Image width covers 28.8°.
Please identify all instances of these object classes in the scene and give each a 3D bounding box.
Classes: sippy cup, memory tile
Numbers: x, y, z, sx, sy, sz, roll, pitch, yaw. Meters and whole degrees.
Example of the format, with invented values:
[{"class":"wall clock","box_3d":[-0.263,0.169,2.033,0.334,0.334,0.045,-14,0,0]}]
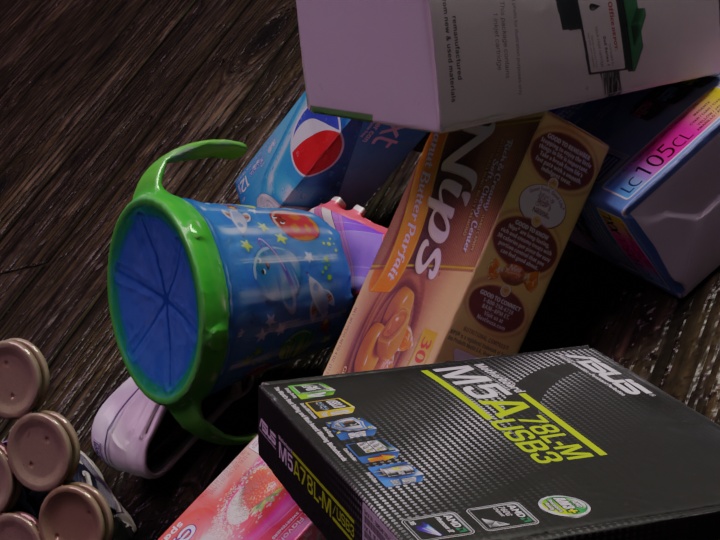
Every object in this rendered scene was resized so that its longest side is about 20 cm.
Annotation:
[{"class":"sippy cup","box_3d":[-0.081,0.013,0.928,0.130,0.179,0.140,-6,29,-35]},{"class":"memory tile","box_3d":[-0.227,0.155,0.892,0.153,0.201,0.017,-28,-10,24]}]

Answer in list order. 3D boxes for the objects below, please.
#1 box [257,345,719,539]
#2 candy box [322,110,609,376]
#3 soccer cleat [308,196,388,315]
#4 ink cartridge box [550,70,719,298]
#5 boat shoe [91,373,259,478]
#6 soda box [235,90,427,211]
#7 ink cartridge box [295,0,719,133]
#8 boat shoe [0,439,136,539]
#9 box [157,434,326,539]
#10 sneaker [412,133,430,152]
[{"class":"box","box_3d":[0.072,0.091,0.638,0.192,0.048,0.200,-6,18,-20]},{"class":"candy box","box_3d":[0.056,0.002,0.822,0.115,0.055,0.201,23,87,62]},{"class":"soccer cleat","box_3d":[0.000,0.000,0.978,0.077,0.067,0.200,-56,29,-9]},{"class":"ink cartridge box","box_3d":[0.175,-0.077,0.866,0.136,0.076,0.200,-41,25,-6]},{"class":"boat shoe","box_3d":[-0.103,0.069,0.999,0.065,0.074,0.200,17,62,41]},{"class":"soda box","box_3d":[-0.012,-0.100,1.044,0.200,0.068,0.064,-48,45,34]},{"class":"ink cartridge box","box_3d":[0.084,-0.139,0.798,0.199,0.085,0.146,-15,17,-28]},{"class":"boat shoe","box_3d":[-0.230,0.144,0.996,0.075,0.093,0.200,-46,28,-18]},{"class":"box","box_3d":[-0.068,0.192,0.712,0.200,0.095,0.102,-45,29,-15]},{"class":"sneaker","box_3d":[0.092,-0.171,1.095,0.200,0.076,0.076,-48,44,-14]}]
